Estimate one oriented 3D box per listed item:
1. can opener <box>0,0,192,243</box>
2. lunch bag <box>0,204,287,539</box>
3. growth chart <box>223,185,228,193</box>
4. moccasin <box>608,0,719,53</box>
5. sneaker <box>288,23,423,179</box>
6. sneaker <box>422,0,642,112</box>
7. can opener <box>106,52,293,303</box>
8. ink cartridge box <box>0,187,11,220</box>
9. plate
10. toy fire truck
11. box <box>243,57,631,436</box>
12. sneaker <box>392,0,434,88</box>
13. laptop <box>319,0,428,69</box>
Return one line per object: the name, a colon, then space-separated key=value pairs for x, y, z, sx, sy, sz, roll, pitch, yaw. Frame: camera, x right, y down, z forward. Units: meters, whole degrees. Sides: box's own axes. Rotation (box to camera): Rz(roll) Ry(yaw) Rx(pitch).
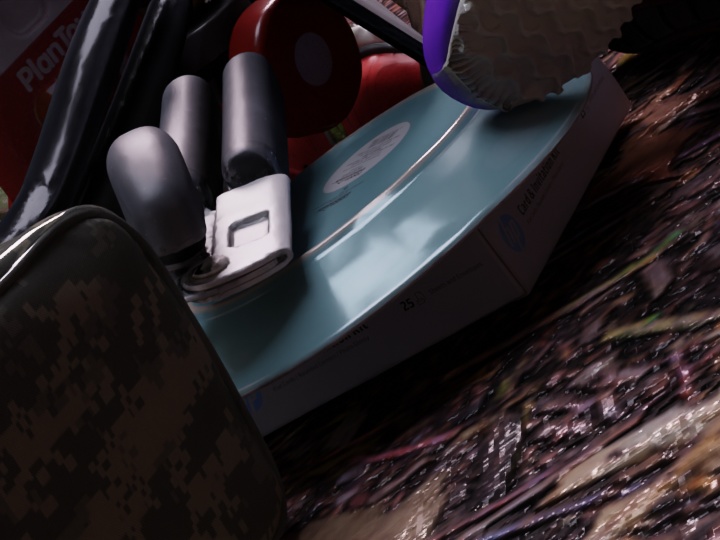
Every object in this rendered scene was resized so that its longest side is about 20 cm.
can opener: x=-0.111 y=-0.031 z=0.888 sx=0.078 sy=0.063 sz=0.201 roll=5 pitch=65 yaw=35
lunch bag: x=-0.147 y=0.088 z=0.670 sx=0.167 sy=0.140 sz=0.200 roll=-18 pitch=22 yaw=37
growth chart: x=-0.113 y=0.056 z=0.864 sx=0.200 sy=0.018 sz=0.145 roll=-54 pitch=3 yaw=-27
moccasin: x=0.134 y=-0.140 z=0.918 sx=0.078 sy=0.074 sz=0.201 roll=-39 pitch=12 yaw=-22
sneaker: x=-0.001 y=-0.067 z=1.082 sx=0.199 sy=0.077 sz=0.086 roll=-6 pitch=72 yaw=42
sneaker: x=0.056 y=-0.147 z=0.785 sx=0.099 sy=0.069 sz=0.201 roll=4 pitch=68 yaw=49
can opener: x=-0.056 y=-0.044 z=0.798 sx=0.053 sy=0.067 sz=0.200 roll=-20 pitch=24 yaw=6
ink cartridge box: x=-0.184 y=0.000 z=1.118 sx=0.145 sy=0.048 sz=0.200 roll=-11 pitch=-26 yaw=-43
plate: x=-0.004 y=-0.020 z=0.797 sx=0.200 sy=0.026 sz=0.200 roll=-37 pitch=13 yaw=10
toy fire truck: x=-0.104 y=-0.102 z=0.992 sx=0.112 sy=0.168 sz=0.200 roll=-7 pitch=36 yaw=45
box: x=0.000 y=0.000 z=0.865 sx=0.199 sy=0.041 sz=0.156 roll=-29 pitch=15 yaw=33
sneaker: x=0.045 y=-0.144 z=0.996 sx=0.070 sy=0.076 sz=0.201 roll=-8 pitch=44 yaw=-12
laptop: x=-0.030 y=-0.188 z=0.897 sx=0.116 sy=0.199 sz=0.187 roll=-57 pitch=19 yaw=8
